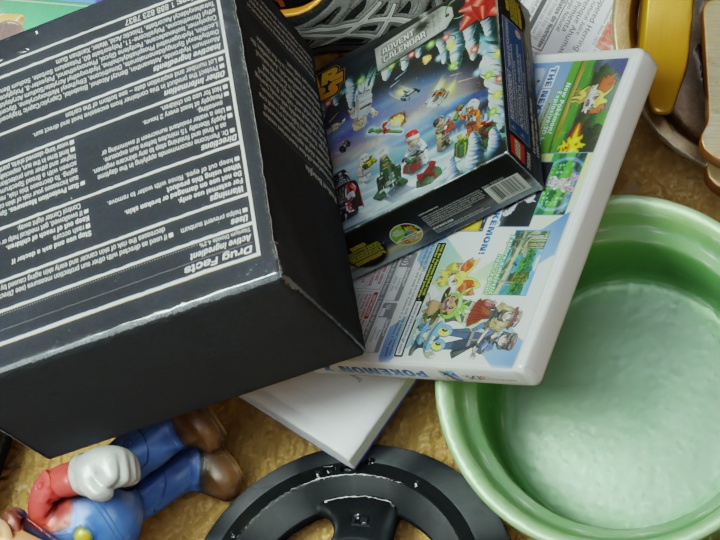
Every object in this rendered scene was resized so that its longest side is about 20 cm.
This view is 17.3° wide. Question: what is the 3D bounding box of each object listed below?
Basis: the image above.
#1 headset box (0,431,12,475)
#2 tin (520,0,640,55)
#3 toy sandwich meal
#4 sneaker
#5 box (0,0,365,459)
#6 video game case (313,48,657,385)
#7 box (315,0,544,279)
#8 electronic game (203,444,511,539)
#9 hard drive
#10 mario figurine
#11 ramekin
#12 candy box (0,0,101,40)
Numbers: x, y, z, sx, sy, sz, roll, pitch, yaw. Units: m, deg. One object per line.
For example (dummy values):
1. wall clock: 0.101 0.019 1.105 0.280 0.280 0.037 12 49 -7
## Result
1. headset box: -0.297 0.045 1.411 0.199 0.077 0.149 14 79 21
2. tin: 0.086 -0.170 1.427 0.199 0.042 0.112 26 85 17
3. toy sandwich meal: 0.236 -0.136 1.351 0.204 0.070 0.206 0 82 -1
4. sneaker: -0.002 -0.166 1.370 0.199 0.077 0.079 -17 70 -13
5. box: -0.121 -0.030 1.275 0.199 0.123 0.199 -19 61 16
6. video game case: 0.058 -0.031 1.311 0.182 0.022 0.201 1 60 44
7. box: 0.008 -0.067 1.338 0.200 0.040 0.137 -26 44 26
8. electronic game: -0.007 0.190 1.328 0.199 0.042 0.201 -7 58 12
9. hard drive: 0.000 0.000 1.385 0.132 0.025 0.200 30 76 23
10. mario figurine: -0.152 0.160 1.336 0.200 0.106 0.124 -36 109 -13
11. ramekin: 0.146 0.067 1.315 0.199 0.098 0.201 -3 74 10
12. candy box: -0.179 -0.097 1.437 0.199 0.077 0.170 6 74 11
